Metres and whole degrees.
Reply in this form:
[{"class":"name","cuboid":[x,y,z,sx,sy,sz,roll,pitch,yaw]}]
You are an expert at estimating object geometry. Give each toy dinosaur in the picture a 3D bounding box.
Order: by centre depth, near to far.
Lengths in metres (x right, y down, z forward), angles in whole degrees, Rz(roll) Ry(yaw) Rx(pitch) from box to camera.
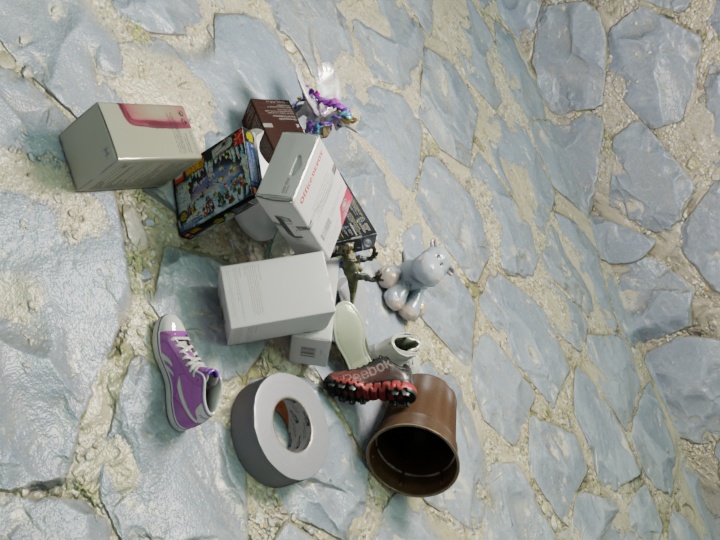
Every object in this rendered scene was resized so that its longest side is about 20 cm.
[{"class":"toy dinosaur","cuboid":[0.000,0.000,1.773,0.048,0.087,0.202,-119,-165,-45]}]

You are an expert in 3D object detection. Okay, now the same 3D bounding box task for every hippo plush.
[{"class":"hippo plush","cuboid":[0.158,0.022,2.079,0.199,0.159,0.161,-33,96,-55]}]

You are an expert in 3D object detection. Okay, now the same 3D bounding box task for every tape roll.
[{"class":"tape roll","cuboid":[-0.147,0.296,1.584,0.199,0.065,0.204,32,46,-40]}]

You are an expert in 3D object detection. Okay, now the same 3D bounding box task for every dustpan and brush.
[{"class":"dustpan and brush","cuboid":[-0.017,0.052,1.921,0.201,0.056,0.142,-57,135,-50]}]

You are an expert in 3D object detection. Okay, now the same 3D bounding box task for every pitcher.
[{"class":"pitcher","cuboid":[-0.235,-0.157,1.707,0.121,0.169,0.203,-117,-175,-67]}]

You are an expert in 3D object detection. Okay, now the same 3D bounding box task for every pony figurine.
[{"class":"pony figurine","cuboid":[-0.106,-0.365,1.927,0.166,0.198,0.196,-25,90,-55]}]

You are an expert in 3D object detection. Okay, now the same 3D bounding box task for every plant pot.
[{"class":"plant pot","cuboid":[0.126,0.343,1.829,0.201,0.198,0.199,51,29,-18]}]

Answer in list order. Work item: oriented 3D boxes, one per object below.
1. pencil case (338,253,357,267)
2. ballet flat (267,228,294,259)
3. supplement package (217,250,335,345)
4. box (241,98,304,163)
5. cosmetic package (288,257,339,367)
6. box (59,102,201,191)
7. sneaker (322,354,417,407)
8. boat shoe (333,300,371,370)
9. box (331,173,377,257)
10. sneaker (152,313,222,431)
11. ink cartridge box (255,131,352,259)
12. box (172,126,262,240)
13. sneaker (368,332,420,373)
[{"class":"pencil case","cuboid":[-0.073,-0.103,1.917,0.086,0.077,0.203,-14,81,-63]},{"class":"ballet flat","cuboid":[-0.118,-0.096,1.692,0.072,0.071,0.202,39,64,-32]},{"class":"supplement package","cuboid":[-0.159,0.053,1.587,0.196,0.120,0.124,-8,72,-15]},{"class":"box","cuboid":[-0.174,-0.275,1.824,0.099,0.075,0.202,-4,55,-34]},{"class":"cosmetic package","cuboid":[-0.094,0.079,1.733,0.083,0.108,0.203,8,55,-3]},{"class":"box","cuboid":[-0.403,-0.218,1.499,0.199,0.127,0.111,-12,78,-56]},{"class":"sneaker","cuboid":[0.021,0.226,1.771,0.071,0.196,0.099,88,6,-52]},{"class":"boat shoe","cuboid":[-0.018,0.158,1.817,0.060,0.071,0.205,-147,-142,-72]},{"class":"box","cuboid":[-0.076,-0.116,1.801,0.158,0.044,0.201,-13,50,-24]},{"class":"sneaker","cuboid":[-0.283,0.158,1.443,0.072,0.113,0.204,0,69,-51]},{"class":"ink cartridge box","cuboid":[-0.100,-0.136,1.573,0.201,0.083,0.148,61,44,-56]},{"class":"box","cuboid":[-0.267,-0.159,1.581,0.040,0.198,0.139,16,56,-51]},{"class":"sneaker","cuboid":[0.103,0.198,1.940,0.198,0.114,0.075,19,53,-48]}]
